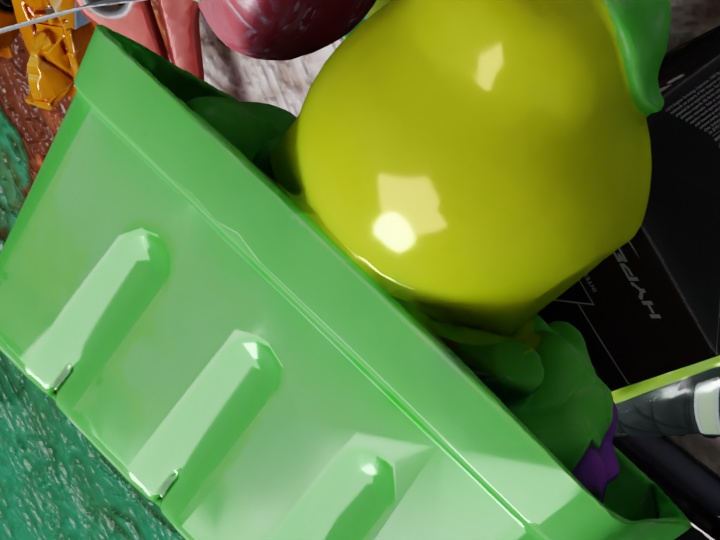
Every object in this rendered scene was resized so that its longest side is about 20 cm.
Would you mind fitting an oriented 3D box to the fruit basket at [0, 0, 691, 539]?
[{"bbox_3d":[0.017,-0.006,0.666,0.215,0.155,0.216,-2,82,17],"label":"fruit basket"}]

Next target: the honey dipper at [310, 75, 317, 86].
[{"bbox_3d":[0.000,0.000,0.905,0.038,0.038,0.200,34,149,24],"label":"honey dipper"}]

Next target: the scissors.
[{"bbox_3d":[-0.080,-0.073,0.988,0.073,0.014,0.201,-3,116,6],"label":"scissors"}]

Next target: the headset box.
[{"bbox_3d":[0.075,-0.012,0.799,0.200,0.149,0.075,-25,98,52],"label":"headset box"}]

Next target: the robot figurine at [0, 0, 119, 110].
[{"bbox_3d":[-0.162,-0.172,1.002,0.145,0.058,0.201,13,127,38],"label":"robot figurine"}]

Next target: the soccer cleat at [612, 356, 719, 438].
[{"bbox_3d":[0.147,0.040,0.835,0.200,0.068,0.081,-18,117,51],"label":"soccer cleat"}]

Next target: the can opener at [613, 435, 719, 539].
[{"bbox_3d":[0.124,0.098,0.900,0.200,0.063,0.079,33,138,25],"label":"can opener"}]

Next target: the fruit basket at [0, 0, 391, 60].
[{"bbox_3d":[0.000,-0.116,0.762,0.185,0.200,0.094,-4,99,49],"label":"fruit basket"}]
